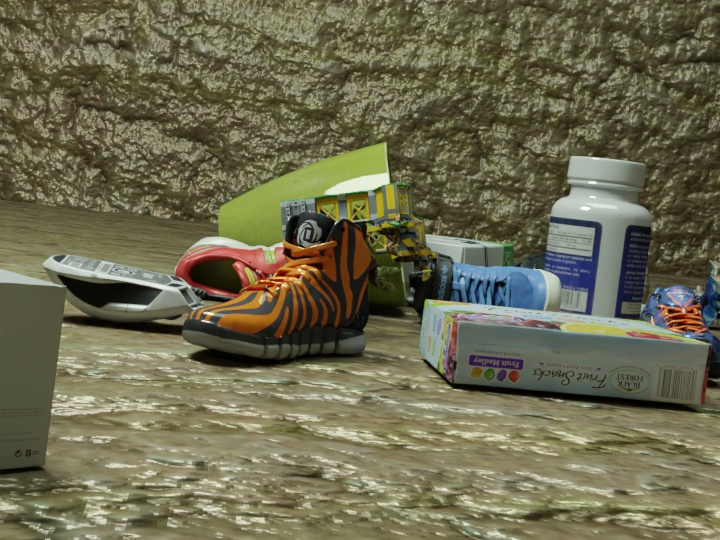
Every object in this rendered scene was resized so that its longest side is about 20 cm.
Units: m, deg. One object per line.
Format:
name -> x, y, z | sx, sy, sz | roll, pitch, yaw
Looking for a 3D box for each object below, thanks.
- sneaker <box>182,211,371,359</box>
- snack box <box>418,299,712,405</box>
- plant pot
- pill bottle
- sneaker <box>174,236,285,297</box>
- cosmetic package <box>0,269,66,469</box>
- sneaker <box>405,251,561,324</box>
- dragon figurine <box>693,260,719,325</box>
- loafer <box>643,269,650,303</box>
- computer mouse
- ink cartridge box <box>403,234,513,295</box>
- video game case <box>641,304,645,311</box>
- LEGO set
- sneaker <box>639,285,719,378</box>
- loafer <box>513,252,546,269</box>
sneaker -> -0.062, 0.008, 0.917 | 0.077, 0.113, 0.199 | 9, 5, 32
snack box -> 0.157, 0.063, 0.935 | 0.198, 0.053, 0.142 | 6, 3, -8
plant pot -> -0.056, -0.040, 1.336 | 0.198, 0.189, 0.187 | -7, 4, 3
pill bottle -> 0.280, -0.029, 1.381 | 0.119, 0.202, 0.120 | 7, 4, -1
sneaker -> -0.100, 0.010, 1.234 | 0.198, 0.078, 0.085 | 0, 14, 9
cosmetic package -> -0.216, 0.031, 0.562 | 0.199, 0.083, 0.050 | 12, 7, 44
sneaker -> 0.114, 0.026, 1.189 | 0.110, 0.077, 0.200 | 11, -2, -21
dragon figurine -> 0.498, 0.051, 1.614 | 0.058, 0.100, 0.200 | 8, 23, 4
loafer -> 0.374, 0.010, 1.900 | 0.199, 0.070, 0.070 | 9, 5, 30
computer mouse -> -0.172, 0.028, 0.992 | 0.198, 0.044, 0.110 | 12, 8, -6
ink cartridge box -> 0.099, -0.001, 1.516 | 0.145, 0.084, 0.200 | 8, 5, 24
video game case -> 0.313, 0.052, 1.578 | 0.180, 0.024, 0.200 | 6, 5, -15
LEGO set -> 0.000, 0.000, 1.111 | 0.152, 0.117, 0.200 | -5, -11, -1
sneaker -> 0.295, 0.054, 1.108 | 0.075, 0.079, 0.200 | 6, 4, 1
loafer -> 0.268, 0.009, 1.712 | 0.070, 0.069, 0.200 | -10, -3, -22
